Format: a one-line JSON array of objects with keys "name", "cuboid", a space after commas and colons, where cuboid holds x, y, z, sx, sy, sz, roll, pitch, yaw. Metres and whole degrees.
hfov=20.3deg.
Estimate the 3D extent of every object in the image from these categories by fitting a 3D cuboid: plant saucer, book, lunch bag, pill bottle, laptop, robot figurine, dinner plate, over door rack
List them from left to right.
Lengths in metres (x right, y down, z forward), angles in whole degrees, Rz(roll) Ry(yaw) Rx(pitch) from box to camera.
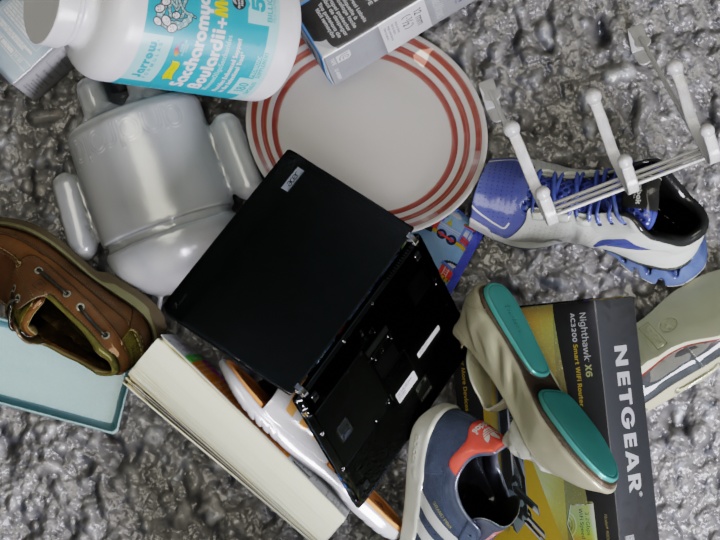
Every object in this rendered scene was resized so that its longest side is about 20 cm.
[{"name": "plant saucer", "cuboid": [-0.287, 0.077, 1.657, 0.199, 0.019, 0.070, 15, 88, 2]}, {"name": "robot figurine", "cuboid": [-0.165, -0.066, 1.613, 0.169, 0.113, 0.201, -20, 88, 12]}, {"name": "pill bottle", "cuboid": [-0.154, -0.195, 1.542, 0.199, 0.111, 0.112, 4, 87, -32]}, {"name": "book", "cuboid": [-0.089, 0.131, 1.595, 0.200, 0.134, 0.048, 41, 94, 3]}, {"name": "laptop", "cuboid": [-0.027, 0.044, 1.536, 0.103, 0.200, 0.177, 11, 52, 40]}, {"name": "lunch bag", "cuboid": [0.000, 0.000, 1.633, 0.150, 0.094, 0.201, 29, 73, 0]}, {"name": "dinner plate", "cuboid": [0.005, -0.113, 1.630, 0.199, 0.024, 0.201, 5, 62, -9]}, {"name": "over door rack", "cuboid": [0.180, -0.127, 1.573, 0.147, 0.200, 0.067, -20, 125, 0]}]

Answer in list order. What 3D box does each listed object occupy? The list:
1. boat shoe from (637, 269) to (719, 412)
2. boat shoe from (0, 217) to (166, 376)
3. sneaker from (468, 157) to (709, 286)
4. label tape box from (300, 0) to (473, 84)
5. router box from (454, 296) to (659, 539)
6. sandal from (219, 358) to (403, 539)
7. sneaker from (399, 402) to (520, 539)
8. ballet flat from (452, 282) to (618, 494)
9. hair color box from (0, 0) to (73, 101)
[{"name": "boat shoe", "cuboid": [0.263, 0.064, 1.632, 0.199, 0.071, 0.063, -30, 130, -3]}, {"name": "boat shoe", "cuboid": [-0.253, 0.020, 1.601, 0.199, 0.072, 0.068, 23, 45, 23]}, {"name": "sneaker", "cuboid": [0.193, -0.057, 1.599, 0.198, 0.115, 0.081, 15, 69, 1]}, {"name": "label tape box", "cuboid": [0.023, -0.266, 1.626, 0.199, 0.066, 0.144, -32, 71, 1]}, {"name": "router box", "cuboid": [0.151, 0.126, 1.588, 0.052, 0.157, 0.201, -4, 87, -44]}, {"name": "sandal", "cuboid": [-0.026, 0.125, 1.572, 0.059, 0.079, 0.207, -45, 108, 3]}, {"name": "sneaker", "cuboid": [0.081, 0.206, 1.572, 0.084, 0.075, 0.201, 17, 120, 33]}, {"name": "ballet flat", "cuboid": [0.127, 0.101, 1.524, 0.069, 0.070, 0.201, -28, 59, -1]}, {"name": "hair color box", "cuboid": [-0.217, -0.230, 1.626, 0.200, 0.099, 0.061, -42, 87, -1]}]
